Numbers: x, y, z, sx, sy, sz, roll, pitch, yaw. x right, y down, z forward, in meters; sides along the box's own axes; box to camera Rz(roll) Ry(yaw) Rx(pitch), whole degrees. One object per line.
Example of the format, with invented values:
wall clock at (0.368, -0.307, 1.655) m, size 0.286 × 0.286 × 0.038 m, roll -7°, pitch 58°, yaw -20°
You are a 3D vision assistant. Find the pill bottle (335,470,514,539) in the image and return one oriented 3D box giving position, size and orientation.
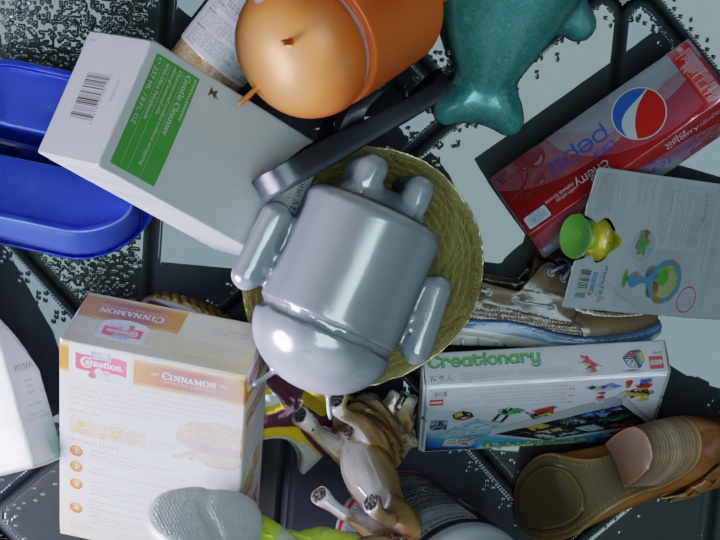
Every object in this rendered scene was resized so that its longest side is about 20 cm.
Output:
pill bottle at (0.067, 0.245, 1.713) m, size 0.114 × 0.200 × 0.114 m, roll -7°, pitch 107°, yaw -23°

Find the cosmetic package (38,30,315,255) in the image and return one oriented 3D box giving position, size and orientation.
cosmetic package at (-0.134, -0.093, 1.618) m, size 0.200 × 0.085 × 0.108 m, roll 28°, pitch 80°, yaw -43°

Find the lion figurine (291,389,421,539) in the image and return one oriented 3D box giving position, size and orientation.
lion figurine at (0.011, 0.168, 1.680) m, size 0.072 × 0.200 × 0.122 m, roll -29°, pitch 134°, yaw 21°

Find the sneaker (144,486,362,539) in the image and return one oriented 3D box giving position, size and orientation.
sneaker at (-0.081, 0.239, 1.674) m, size 0.200 × 0.076 × 0.105 m, roll 19°, pitch 142°, yaw -4°

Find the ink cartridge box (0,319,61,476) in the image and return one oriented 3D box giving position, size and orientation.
ink cartridge box at (-0.345, 0.078, 1.721) m, size 0.161 × 0.050 × 0.200 m, roll -14°, pitch 90°, yaw 25°

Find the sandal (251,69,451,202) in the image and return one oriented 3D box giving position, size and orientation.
sandal at (-0.004, -0.116, 1.633) m, size 0.200 × 0.076 × 0.043 m, roll -32°, pitch 92°, yaw -36°

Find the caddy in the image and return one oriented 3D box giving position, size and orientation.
caddy at (-0.256, -0.088, 1.690) m, size 0.200 × 0.105 × 0.141 m, roll 12°, pitch 77°, yaw -6°

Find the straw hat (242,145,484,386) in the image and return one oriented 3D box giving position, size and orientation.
straw hat at (0.000, 0.000, 1.725) m, size 0.201 × 0.085 × 0.201 m, roll 0°, pitch 86°, yaw 1°

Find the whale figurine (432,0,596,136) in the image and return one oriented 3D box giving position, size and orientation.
whale figurine at (0.113, -0.204, 1.686) m, size 0.159 × 0.104 × 0.200 m, roll 11°, pitch 104°, yaw -6°

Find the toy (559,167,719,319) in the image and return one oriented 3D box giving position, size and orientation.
toy at (0.236, -0.024, 1.732) m, size 0.200 × 0.047 × 0.115 m, roll 4°, pitch 103°, yaw -44°

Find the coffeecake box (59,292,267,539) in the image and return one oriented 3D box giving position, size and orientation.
coffeecake box at (-0.160, 0.131, 1.703) m, size 0.153 × 0.073 × 0.200 m, roll 11°, pitch 124°, yaw 9°

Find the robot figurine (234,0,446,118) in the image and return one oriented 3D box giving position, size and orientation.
robot figurine at (-0.015, -0.189, 1.600) m, size 0.144 × 0.200 × 0.117 m, roll 10°, pitch 123°, yaw 36°

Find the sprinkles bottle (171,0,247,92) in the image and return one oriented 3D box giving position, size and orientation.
sprinkles bottle at (-0.088, -0.207, 1.691) m, size 0.068 × 0.068 × 0.200 m, roll 38°, pitch 97°, yaw -10°

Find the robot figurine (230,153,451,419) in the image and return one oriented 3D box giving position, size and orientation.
robot figurine at (-0.012, 0.011, 1.625) m, size 0.170 × 0.113 × 0.200 m, roll 25°, pitch 86°, yaw -9°

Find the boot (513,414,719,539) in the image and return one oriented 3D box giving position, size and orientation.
boot at (0.237, 0.171, 1.781) m, size 0.155 × 0.200 × 0.077 m, roll -1°, pitch 61°, yaw -39°

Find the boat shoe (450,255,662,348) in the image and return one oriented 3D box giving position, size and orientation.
boat shoe at (0.152, 0.026, 1.750) m, size 0.200 × 0.072 × 0.072 m, roll 1°, pitch 101°, yaw -3°

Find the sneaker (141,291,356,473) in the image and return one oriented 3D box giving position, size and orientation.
sneaker at (-0.105, 0.094, 1.748) m, size 0.200 × 0.075 × 0.090 m, roll 30°, pitch 93°, yaw -8°

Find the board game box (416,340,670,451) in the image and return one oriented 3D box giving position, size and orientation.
board game box at (0.148, 0.105, 1.744) m, size 0.200 × 0.126 × 0.035 m, roll -3°, pitch 61°, yaw -3°

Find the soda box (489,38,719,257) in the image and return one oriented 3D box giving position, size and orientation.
soda box at (0.208, -0.098, 1.720) m, size 0.200 × 0.070 × 0.063 m, roll -35°, pitch 67°, yaw 5°
